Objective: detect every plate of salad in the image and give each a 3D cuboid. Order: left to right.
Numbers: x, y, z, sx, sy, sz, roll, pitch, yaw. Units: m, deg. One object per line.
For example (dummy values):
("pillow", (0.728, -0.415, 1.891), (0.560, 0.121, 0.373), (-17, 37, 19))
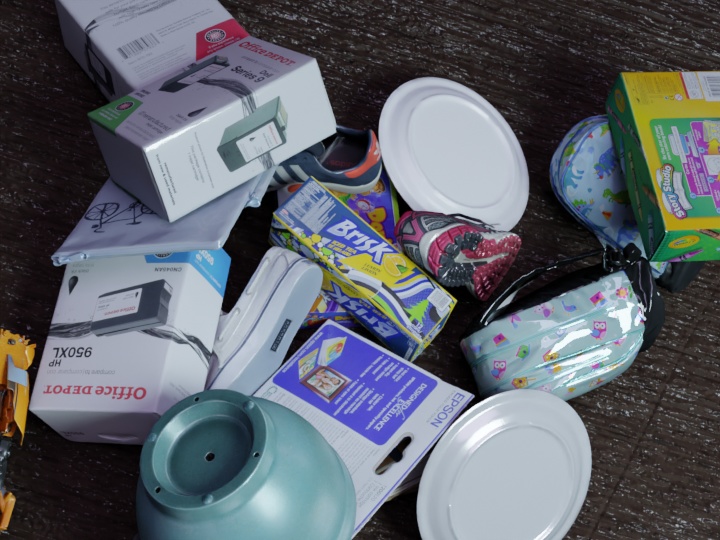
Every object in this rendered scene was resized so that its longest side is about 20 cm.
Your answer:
("plate of salad", (0.102, -0.122, 1.434), (0.198, 0.048, 0.203), (14, 60, -26))
("plate of salad", (0.139, 0.208, 1.256), (0.197, 0.048, 0.203), (-8, 110, -23))

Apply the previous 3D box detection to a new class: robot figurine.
("robot figurine", (-0.356, 0.163, 1.189), (0.058, 0.144, 0.203), (23, 60, -41))

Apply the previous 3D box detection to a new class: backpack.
("backpack", (0.205, 0.070, 1.322), (0.198, 0.167, 0.128), (-22, 73, -12))
("backpack", (0.307, -0.091, 1.417), (0.200, 0.164, 0.153), (41, 22, 22))

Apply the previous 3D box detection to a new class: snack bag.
("snack bag", (-0.183, -0.065, 1.256), (0.186, 0.022, 0.201), (-4, 33, 17))

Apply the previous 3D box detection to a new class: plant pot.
("plant pot", (-0.115, 0.189, 1.124), (0.197, 0.135, 0.202), (-10, 48, 12))

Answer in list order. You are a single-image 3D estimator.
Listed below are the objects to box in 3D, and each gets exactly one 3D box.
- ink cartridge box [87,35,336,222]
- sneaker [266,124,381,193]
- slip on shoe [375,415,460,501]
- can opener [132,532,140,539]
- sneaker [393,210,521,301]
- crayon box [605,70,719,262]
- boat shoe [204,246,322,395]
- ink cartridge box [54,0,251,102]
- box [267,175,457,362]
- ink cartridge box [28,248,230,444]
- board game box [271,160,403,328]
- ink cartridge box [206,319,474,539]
("ink cartridge box", (-0.146, -0.146, 1.263), (0.199, 0.085, 0.145), (-31, 33, -22))
("sneaker", (-0.074, -0.128, 1.341), (0.197, 0.085, 0.076), (-1, 66, -5))
("slip on shoe", (0.018, 0.205, 1.270), (0.198, 0.061, 0.076), (-27, 42, -22))
("can opener", (-0.121, 0.270, 1.229), (0.197, 0.053, 0.067), (0, 31, -13))
("sneaker", (0.107, -0.025, 1.335), (0.074, 0.199, 0.081), (34, 96, 28))
("crayon box", (0.334, -0.109, 1.312), (0.117, 0.058, 0.202), (-2, 60, -10))
("boat shoe", (-0.124, 0.064, 1.290), (0.086, 0.074, 0.204), (30, 90, 29))
("ink cartridge box", (-0.223, -0.248, 1.394), (0.144, 0.084, 0.200), (-28, 57, -21))
("box", (0.000, 0.000, 1.306), (0.200, 0.070, 0.064), (41, 67, 9))
("ink cartridge box", (-0.222, 0.060, 1.250), (0.143, 0.084, 0.202), (-1, 63, 21))
("board game box", (-0.025, -0.040, 1.384), (0.132, 0.045, 0.203), (-1, 66, -12))
("ink cartridge box", (-0.020, 0.158, 1.246), (0.199, 0.044, 0.198), (25, 56, 36))
